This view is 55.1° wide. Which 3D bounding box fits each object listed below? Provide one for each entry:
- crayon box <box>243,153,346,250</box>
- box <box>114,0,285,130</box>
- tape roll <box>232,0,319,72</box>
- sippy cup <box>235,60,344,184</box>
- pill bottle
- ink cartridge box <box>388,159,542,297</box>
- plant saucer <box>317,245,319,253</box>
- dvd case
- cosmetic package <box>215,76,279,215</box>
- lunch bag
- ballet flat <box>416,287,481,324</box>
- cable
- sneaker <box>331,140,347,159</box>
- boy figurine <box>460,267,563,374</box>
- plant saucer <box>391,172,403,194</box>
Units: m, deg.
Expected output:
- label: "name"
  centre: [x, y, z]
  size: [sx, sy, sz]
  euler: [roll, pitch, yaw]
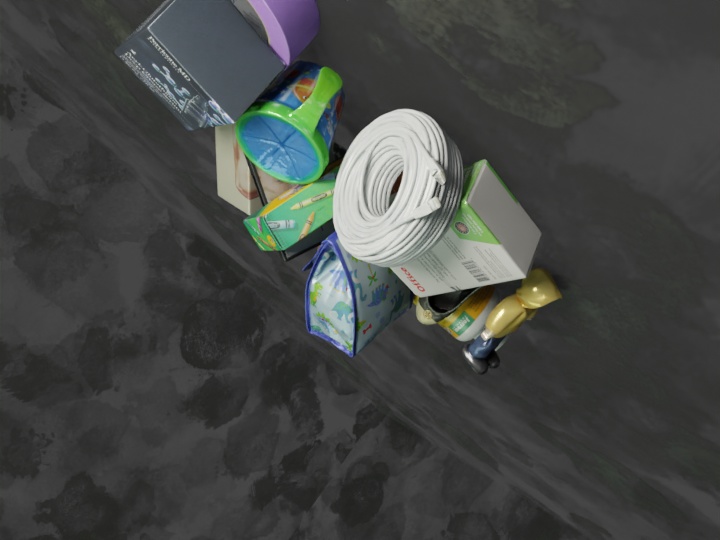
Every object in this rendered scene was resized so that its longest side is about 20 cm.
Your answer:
- label: "crayon box"
  centre: [-0.067, -0.105, 1.025]
  size: [0.059, 0.199, 0.118]
  euler: [59, 161, -13]
- label: "box"
  centre: [-0.215, -0.278, 0.907]
  size: [0.149, 0.108, 0.199]
  euler: [47, 163, -27]
- label: "tape roll"
  centre: [-0.147, -0.349, 0.868]
  size: [0.199, 0.066, 0.200]
  euler: [37, 166, 10]
- label: "sippy cup"
  centre: [-0.087, -0.213, 0.959]
  size: [0.175, 0.132, 0.140]
  euler: [6, 145, 30]
- label: "pill bottle"
  centre: [0.170, 0.049, 1.192]
  size: [0.199, 0.113, 0.113]
  euler: [39, 166, -1]
- label: "ink cartridge box"
  centre: [0.123, -0.049, 0.951]
  size: [0.198, 0.085, 0.146]
  euler: [-13, 129, 48]
- label: "plant saucer"
  centre: [0.001, -0.005, 1.442]
  size: [0.199, 0.038, 0.201]
  euler: [34, -159, -14]
- label: "dvd case"
  centre: [-0.094, -0.133, 1.090]
  size: [0.017, 0.141, 0.203]
  euler: [15, 128, 57]
- label: "cosmetic package"
  centre: [-0.172, -0.207, 1.119]
  size: [0.087, 0.103, 0.202]
  euler: [32, 136, 28]
- label: "lunch bag"
  centre: [0.000, 0.000, 1.081]
  size: [0.126, 0.170, 0.202]
  euler: [26, 133, 27]
- label: "ballet flat"
  centre: [0.148, 0.025, 1.086]
  size: [0.066, 0.057, 0.200]
  euler: [40, 128, -3]
- label: "cable"
  centre: [0.043, -0.106, 0.887]
  size: [0.068, 0.203, 0.199]
  euler: [17, 139, -36]
- label: "sneaker"
  centre: [-0.080, -0.190, 1.206]
  size: [0.198, 0.079, 0.086]
  euler: [6, -174, 40]
- label: "boy figurine"
  centre: [0.240, 0.074, 1.069]
  size: [0.065, 0.123, 0.201]
  euler: [53, 130, 22]
- label: "plant saucer"
  centre: [0.098, -0.106, 1.061]
  size: [0.199, 0.032, 0.201]
  euler: [36, 165, 11]
